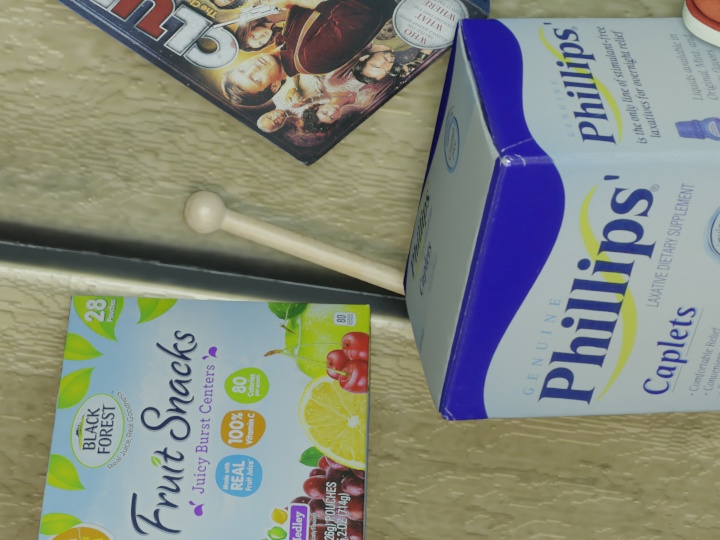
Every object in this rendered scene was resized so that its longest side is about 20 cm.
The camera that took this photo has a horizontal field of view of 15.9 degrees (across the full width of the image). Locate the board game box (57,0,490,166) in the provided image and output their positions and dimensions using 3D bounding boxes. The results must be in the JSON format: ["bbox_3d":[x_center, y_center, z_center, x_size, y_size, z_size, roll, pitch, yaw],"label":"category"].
[{"bbox_3d":[-0.056,-0.145,1.222,0.200,0.035,0.135,32,128,-27],"label":"board game box"}]

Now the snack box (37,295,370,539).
[{"bbox_3d":[-0.079,0.108,1.360,0.168,0.201,0.068,3,135,1],"label":"snack box"}]

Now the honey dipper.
[{"bbox_3d":[0.000,0.000,1.365,0.199,0.038,0.038,19,133,-14],"label":"honey dipper"}]

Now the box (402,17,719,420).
[{"bbox_3d":[0.136,-0.024,1.264,0.199,0.105,0.185,-1,136,-12],"label":"box"}]

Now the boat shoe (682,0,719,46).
[{"bbox_3d":[0.251,-0.131,1.202,0.199,0.071,0.063,8,133,1],"label":"boat shoe"}]
